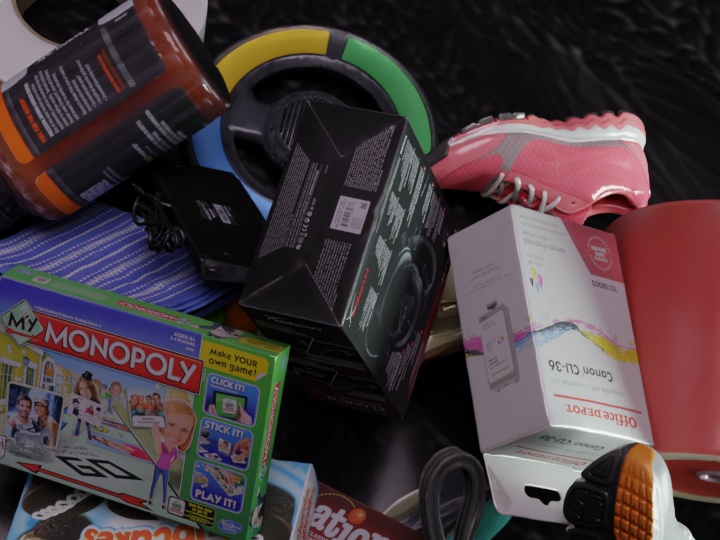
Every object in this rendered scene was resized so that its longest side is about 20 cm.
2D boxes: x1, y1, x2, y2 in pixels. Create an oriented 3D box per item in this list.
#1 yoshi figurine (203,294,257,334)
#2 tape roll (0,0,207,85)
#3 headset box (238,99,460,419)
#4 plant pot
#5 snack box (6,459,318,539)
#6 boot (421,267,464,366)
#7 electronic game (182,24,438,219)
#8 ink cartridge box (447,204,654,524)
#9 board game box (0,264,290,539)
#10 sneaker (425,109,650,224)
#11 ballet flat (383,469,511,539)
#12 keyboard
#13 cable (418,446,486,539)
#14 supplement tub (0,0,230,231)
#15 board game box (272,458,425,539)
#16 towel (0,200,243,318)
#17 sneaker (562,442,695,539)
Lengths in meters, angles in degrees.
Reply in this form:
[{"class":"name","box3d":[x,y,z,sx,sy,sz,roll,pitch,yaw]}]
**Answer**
[{"class":"yoshi figurine","box3d":[-0.164,0.070,1.478,0.199,0.112,0.113,-10,75,-5]},{"class":"tape roll","box3d":[-0.218,-0.197,1.626,0.201,0.071,0.204,4,62,-7]},{"class":"headset box","box3d":[0.000,0.000,1.410,0.077,0.200,0.150,12,72,18]},{"class":"plant pot","box3d":[0.263,0.066,1.505,0.199,0.201,0.179,9,73,-3]},{"class":"snack box","box3d":[-0.137,0.178,1.426,0.199,0.037,0.117,4,53,13]},{"class":"boot","box3d":[0.054,-0.016,1.553,0.199,0.073,0.156,-19,85,-11]},{"class":"electronic game","box3d":[-0.038,-0.103,1.621,0.198,0.042,0.201,4,62,-7]},{"class":"ink cartridge box","box3d":[0.133,0.067,1.434,0.116,0.067,0.201,13,61,-43]},{"class":"board game box","box3d":[-0.151,0.087,1.387,0.199,0.135,0.029,15,21,16]},{"class":"sneaker","box3d":[0.140,-0.071,1.603,0.199,0.074,0.087,-6,72,-23]},{"class":"ballet flat","box3d":[0.022,0.207,1.461,0.073,0.073,0.200,42,69,13]},{"class":"keyboard","box3d":[-0.115,-0.027,1.483,0.103,0.040,0.200,12,19,-21]},{"class":"cable","box3d":[0.057,0.218,1.409,0.097,0.050,0.201,-20,104,-14]},{"class":"supplement tub","box3d":[-0.200,-0.108,1.501,0.199,0.107,0.107,-32,69,6]},{"class":"board game box","box3d":[-0.055,0.187,1.440,0.199,0.020,0.103,23,58,30]},{"class":"towel","box3d":[-0.168,-0.008,1.485,0.199,0.024,0.145,17,29,33]},{"class":"sneaker","box3d":[0.192,0.183,1.433,0.076,0.201,0.092,33,51,32]}]
